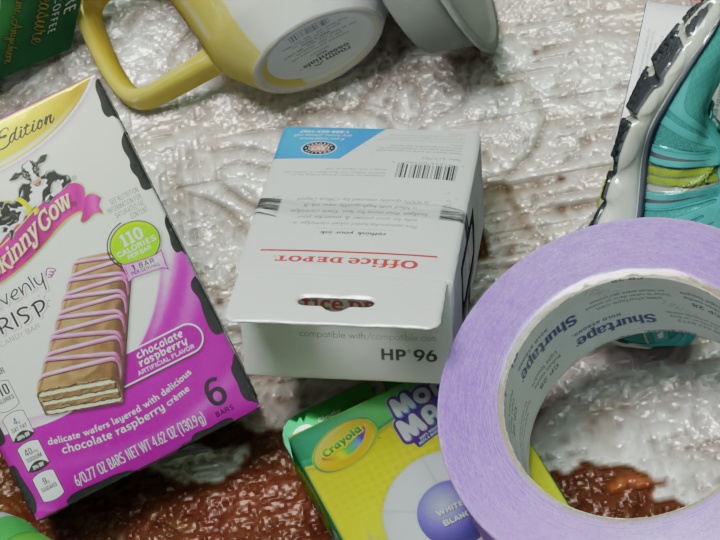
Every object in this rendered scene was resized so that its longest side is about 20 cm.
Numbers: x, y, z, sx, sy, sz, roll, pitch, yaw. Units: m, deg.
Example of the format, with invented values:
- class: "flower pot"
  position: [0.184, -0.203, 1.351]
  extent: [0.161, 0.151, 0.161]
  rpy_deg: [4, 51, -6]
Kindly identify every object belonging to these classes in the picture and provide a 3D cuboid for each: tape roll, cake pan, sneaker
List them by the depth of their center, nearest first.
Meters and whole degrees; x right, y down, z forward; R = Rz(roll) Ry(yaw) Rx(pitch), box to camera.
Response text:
- class: "tape roll"
  position: [0.142, 0.075, 1.220]
  extent: [0.200, 0.066, 0.200]
  rpy_deg: [-8, 59, 13]
- class: "sneaker"
  position: [0.173, -0.052, 1.319]
  extent: [0.080, 0.200, 0.078]
  rpy_deg: [16, 20, 3]
- class: "cake pan"
  position: [0.022, -0.212, 1.417]
  extent: [0.037, 0.200, 0.201]
  rpy_deg: [-23, 56, 15]

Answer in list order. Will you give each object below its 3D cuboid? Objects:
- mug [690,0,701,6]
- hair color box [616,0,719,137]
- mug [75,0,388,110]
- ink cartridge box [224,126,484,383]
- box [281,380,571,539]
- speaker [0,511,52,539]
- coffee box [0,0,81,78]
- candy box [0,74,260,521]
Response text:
- class: "mug"
  position: [0.282, -0.223, 1.449]
  extent: [0.200, 0.178, 0.134]
  rpy_deg: [-19, 94, -1]
- class: "hair color box"
  position: [0.252, -0.086, 1.382]
  extent: [0.200, 0.061, 0.100]
  rpy_deg: [9, 60, 12]
- class: "mug"
  position: [-0.063, -0.179, 1.454]
  extent: [0.149, 0.187, 0.153]
  rpy_deg: [-8, 61, -38]
- class: "ink cartridge box"
  position: [0.000, 0.000, 1.308]
  extent: [0.116, 0.068, 0.200]
  rpy_deg: [2, 32, 9]
- class: "box"
  position: [0.045, 0.129, 1.281]
  extent: [0.117, 0.048, 0.200]
  rpy_deg: [-25, 57, -10]
- class: "speaker"
  position: [-0.134, 0.197, 1.237]
  extent: [0.200, 0.088, 0.088]
  rpy_deg: [27, 65, 21]
- class: "coffee box"
  position: [-0.251, -0.143, 1.407]
  extent: [0.200, 0.123, 0.044]
  rpy_deg: [-27, 67, -28]
- class: "candy box"
  position: [-0.156, 0.013, 1.302]
  extent: [0.136, 0.061, 0.200]
  rpy_deg: [-27, 94, -4]
